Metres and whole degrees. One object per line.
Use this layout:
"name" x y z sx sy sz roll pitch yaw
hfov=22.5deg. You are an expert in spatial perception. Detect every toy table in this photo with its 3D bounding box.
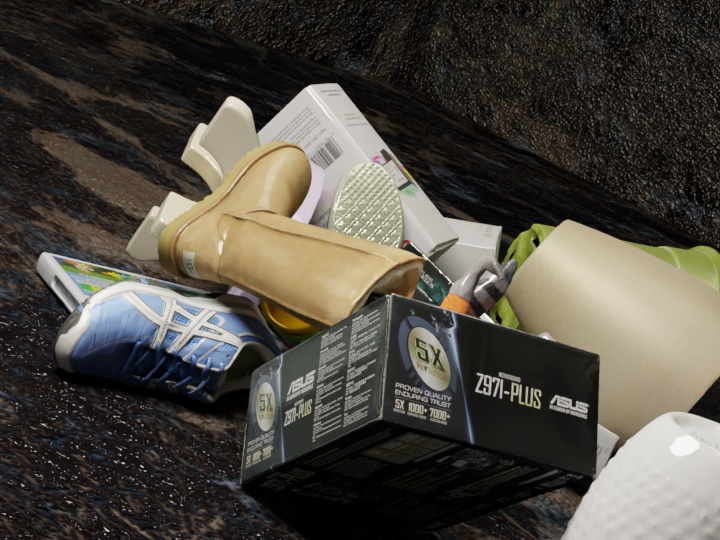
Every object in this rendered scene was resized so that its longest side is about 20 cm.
"toy table" -0.115 -0.055 1.611 0.117 0.184 0.200 32 18 -11

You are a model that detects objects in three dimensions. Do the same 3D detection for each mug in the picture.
"mug" 0.209 0.186 1.158 0.147 0.176 0.200 28 12 26

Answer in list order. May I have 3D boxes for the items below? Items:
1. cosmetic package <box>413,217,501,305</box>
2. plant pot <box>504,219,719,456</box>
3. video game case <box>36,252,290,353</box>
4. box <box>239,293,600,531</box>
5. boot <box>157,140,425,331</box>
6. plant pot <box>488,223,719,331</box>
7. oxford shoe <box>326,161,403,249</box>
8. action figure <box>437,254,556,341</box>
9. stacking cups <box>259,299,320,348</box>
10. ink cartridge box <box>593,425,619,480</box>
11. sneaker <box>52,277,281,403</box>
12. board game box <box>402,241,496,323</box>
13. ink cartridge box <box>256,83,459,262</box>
"cosmetic package" 0.041 -0.014 1.856 0.199 0.082 0.113 8 14 4
"plant pot" 0.237 0.052 1.678 0.200 0.187 0.187 43 15 10
"video game case" -0.156 0.045 1.525 0.199 0.022 0.182 14 13 -31
"box" 0.037 0.101 1.207 0.163 0.087 0.200 16 -25 -25
"boot" -0.033 -0.022 1.401 0.199 0.066 0.175 17 47 36
"plant pot" 0.238 0.040 1.829 0.189 0.201 0.200 20 11 -16
"oxford shoe" 0.000 0.000 1.657 0.075 0.201 0.058 3 -12 -15
"action figure" 0.059 0.084 1.392 0.200 0.193 0.105 45 21 -47
"stacking cups" -0.044 0.044 1.529 0.060 0.061 0.200 24 -11 10
"ink cartridge box" 0.134 0.124 1.630 0.160 0.047 0.200 32 -7 -4
"sneaker" -0.137 0.056 1.362 0.199 0.076 0.077 -1 35 -41
"board game box" 0.111 0.054 1.677 0.135 0.028 0.200 45 2 27
"ink cartridge box" -0.025 -0.057 1.745 0.200 0.145 0.084 52 21 8
